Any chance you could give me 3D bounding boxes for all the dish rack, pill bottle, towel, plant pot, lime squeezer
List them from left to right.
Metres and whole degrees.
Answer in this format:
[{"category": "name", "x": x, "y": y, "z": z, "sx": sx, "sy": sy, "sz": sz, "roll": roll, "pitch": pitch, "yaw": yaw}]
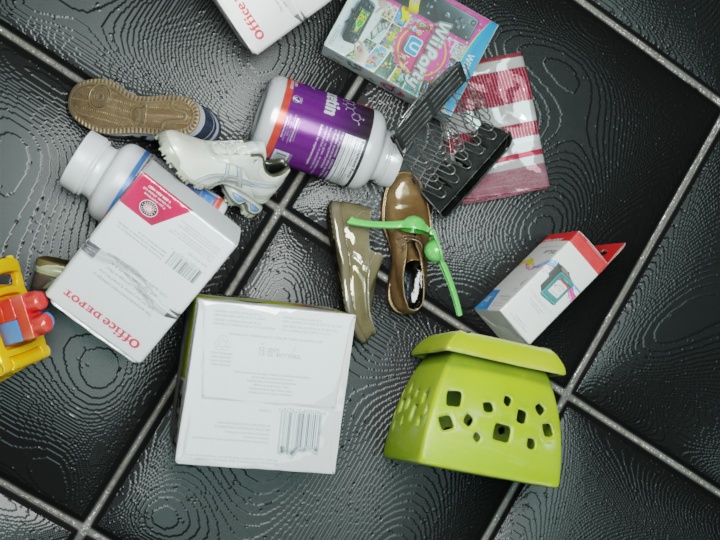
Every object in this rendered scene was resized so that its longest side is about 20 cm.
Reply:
[{"category": "pill bottle", "x": -0.283, "y": -0.093, "z": 1.451, "sx": 0.199, "sy": 0.112, "sz": 0.113, "roll": 31, "pitch": 83, "yaw": -10}, {"category": "pill bottle", "x": -0.043, "y": -0.180, "z": 1.504, "sx": 0.199, "sy": 0.112, "sz": 0.113, "roll": 18, "pitch": 86, "yaw": -12}, {"category": "lime squeezer", "x": 0.080, "y": -0.028, "z": 1.497, "sx": 0.200, "sy": 0.038, "sz": 0.071, "roll": 40, "pitch": 62, "yaw": -7}, {"category": "dish rack", "x": 0.119, "y": -0.177, "z": 1.488, "sx": 0.054, "sy": 0.200, "sz": 0.154, "roll": 36, "pitch": 81, "yaw": 29}, {"category": "plant pot", "x": 0.158, "y": 0.184, "z": 1.509, "sx": 0.198, "sy": 0.200, "sz": 0.183, "roll": 13, "pitch": 81, "yaw": -11}, {"category": "towel", "x": 0.188, "y": -0.203, "z": 1.602, "sx": 0.143, "sy": 0.023, "sz": 0.201, "roll": -12, "pitch": 92, "yaw": -13}]

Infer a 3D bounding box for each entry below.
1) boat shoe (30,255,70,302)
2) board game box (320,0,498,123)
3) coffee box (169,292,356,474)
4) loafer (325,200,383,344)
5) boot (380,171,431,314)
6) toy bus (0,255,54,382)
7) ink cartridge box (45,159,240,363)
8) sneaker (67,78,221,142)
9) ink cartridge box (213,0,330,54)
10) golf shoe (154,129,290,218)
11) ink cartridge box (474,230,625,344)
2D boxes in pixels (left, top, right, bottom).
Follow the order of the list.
[{"category": "boat shoe", "x": -0.332, "y": 0.037, "z": 1.467, "sx": 0.199, "sy": 0.073, "sz": 0.065, "roll": 19, "pitch": 97, "yaw": -8}, {"category": "board game box", "x": 0.067, "y": -0.318, "z": 1.543, "sx": 0.199, "sy": 0.064, "sz": 0.148, "roll": 28, "pitch": 85, "yaw": -4}, {"category": "coffee box", "x": -0.132, "y": 0.138, "z": 1.438, "sx": 0.198, "sy": 0.198, "sz": 0.201, "roll": 7, "pitch": 91, "yaw": -13}, {"category": "loafer", "x": 0.000, "y": 0.000, "z": 1.532, "sx": 0.067, "sy": 0.076, "sz": 0.201, "roll": -10, "pitch": 92, "yaw": -6}, {"category": "boot", "x": 0.070, "y": -0.040, "z": 1.549, "sx": 0.073, "sy": 0.075, "sz": 0.201, "roll": -2, "pitch": 89, "yaw": -10}, {"category": "toy bus", "x": -0.462, "y": 0.043, "z": 1.361, "sx": 0.191, "sy": 0.136, "sz": 0.201, "roll": -19, "pitch": 92, "yaw": 22}, {"category": "ink cartridge box", "x": -0.265, "y": -0.010, "z": 1.375, "sx": 0.145, "sy": 0.083, "sz": 0.200, "roll": 38, "pitch": 102, "yaw": -13}, {"category": "sneaker", "x": -0.281, "y": -0.202, "z": 1.482, "sx": 0.199, "sy": 0.108, "sz": 0.071, "roll": 12, "pitch": 90, "yaw": 18}, {"category": "ink cartridge box", "x": -0.107, "y": -0.405, "z": 1.474, "sx": 0.200, "sy": 0.084, "sz": 0.146, "roll": -37, "pitch": 118, "yaw": -4}, {"category": "golf shoe", "x": -0.171, "y": -0.145, "z": 1.415, "sx": 0.097, "sy": 0.200, "sz": 0.079, "roll": -38, "pitch": 58, "yaw": 19}, {"category": "ink cartridge box", "x": 0.265, "y": 0.010, "z": 1.570, "sx": 0.200, "sy": 0.116, "sz": 0.067, "roll": -44, "pitch": 98, "yaw": -10}]
